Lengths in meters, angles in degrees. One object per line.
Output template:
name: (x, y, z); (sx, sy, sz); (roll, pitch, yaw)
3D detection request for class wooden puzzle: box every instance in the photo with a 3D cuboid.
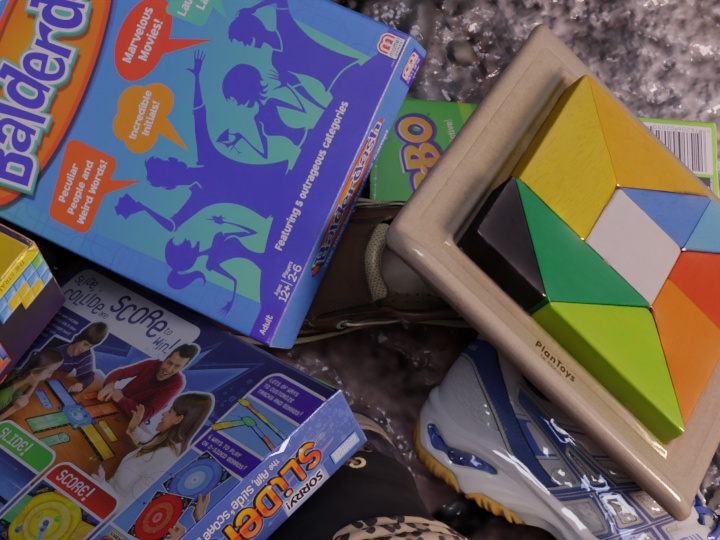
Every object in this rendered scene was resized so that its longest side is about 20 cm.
wooden puzzle: (0.119, -0.009, 0.817); (0.185, 0.037, 0.200); (43, 44, -8)

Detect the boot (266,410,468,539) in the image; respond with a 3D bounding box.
boot: (-0.051, 0.133, 0.760); (0.200, 0.151, 0.073); (-16, 111, -18)

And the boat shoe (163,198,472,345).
boat shoe: (0.000, -0.006, 0.838); (0.202, 0.075, 0.075); (-4, 82, -7)

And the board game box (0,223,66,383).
board game box: (-0.264, 0.024, 0.804); (0.200, 0.057, 0.165); (26, 65, 24)

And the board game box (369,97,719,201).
board game box: (0.087, -0.038, 0.913); (0.200, 0.030, 0.096); (5, 68, -7)

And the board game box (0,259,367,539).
board game box: (-0.110, 0.074, 0.777); (0.135, 0.034, 0.200); (-42, 39, -20)

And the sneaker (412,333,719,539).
sneaker: (0.125, 0.097, 0.819); (0.200, 0.075, 0.088); (31, 100, 5)

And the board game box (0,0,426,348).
board game box: (-0.093, -0.074, 0.803); (0.200, 0.045, 0.152); (24, 92, 12)
